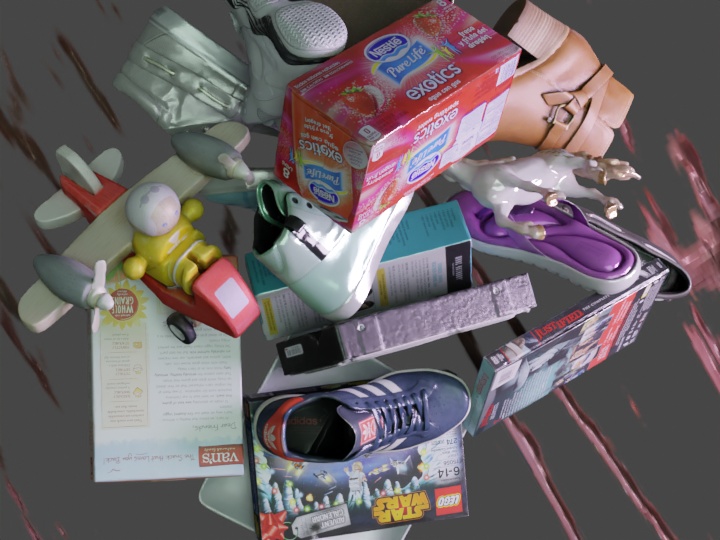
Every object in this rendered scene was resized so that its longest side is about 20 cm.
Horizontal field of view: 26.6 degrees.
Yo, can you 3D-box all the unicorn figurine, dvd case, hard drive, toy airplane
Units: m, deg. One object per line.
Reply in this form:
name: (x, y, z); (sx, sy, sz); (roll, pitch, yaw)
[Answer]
unicorn figurine: (0.143, -0.083, 1.369); (0.200, 0.137, 0.074); (3, 112, -38)
dvd case: (0.190, 0.073, 1.421); (0.200, 0.146, 0.022); (-29, 67, -19)
hard drive: (0.040, 0.051, 1.370); (0.200, 0.140, 0.038); (-15, 88, -28)
toy airplane: (-0.184, -0.042, 1.282); (0.199, 0.141, 0.200); (1, 68, -10)

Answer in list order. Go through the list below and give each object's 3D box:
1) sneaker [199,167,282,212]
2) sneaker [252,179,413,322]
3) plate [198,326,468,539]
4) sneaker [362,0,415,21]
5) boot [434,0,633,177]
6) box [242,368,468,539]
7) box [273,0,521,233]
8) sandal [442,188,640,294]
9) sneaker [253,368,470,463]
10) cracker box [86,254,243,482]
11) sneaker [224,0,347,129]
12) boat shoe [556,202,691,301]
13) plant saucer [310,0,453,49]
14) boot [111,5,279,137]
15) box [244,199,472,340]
sneaker: (-0.052, -0.051, 1.393); (0.200, 0.074, 0.082); (4, 91, -13)
sneaker: (-0.024, -0.070, 1.302); (0.118, 0.074, 0.201); (37, 57, -31)
plate: (-0.025, 0.174, 1.443); (0.200, 0.032, 0.200); (30, 88, -15)
sneaker: (0.021, -0.270, 1.392); (0.076, 0.070, 0.200); (-34, 100, -1)
boot: (0.158, -0.137, 1.440); (0.155, 0.074, 0.200); (37, 92, -21)
box: (-0.004, 0.172, 1.411); (0.200, 0.040, 0.137); (-7, 97, -13)
box: (0.030, -0.132, 1.259); (0.095, 0.100, 0.200); (37, 50, 22)
sandal: (0.168, -0.043, 1.406); (0.082, 0.203, 0.050); (-49, 149, -34)
sneaker: (0.009, 0.135, 1.346); (0.200, 0.085, 0.075); (-11, 96, -13)
cracker box: (-0.177, 0.088, 1.368); (0.134, 0.058, 0.200); (0, 84, -14)
sneaker: (-0.082, -0.194, 1.314); (0.075, 0.200, 0.115); (-7, 126, -29)
boat shoe: (0.231, -0.020, 1.473); (0.200, 0.057, 0.067); (20, 90, -15)
plant saucer: (-0.009, -0.260, 1.363); (0.200, 0.032, 0.200); (6, 111, 16)
boot: (-0.125, -0.144, 1.376); (0.200, 0.074, 0.096); (35, 95, -8)
box: (0.000, 0.000, 1.385); (0.200, 0.082, 0.049); (-14, 58, -5)
